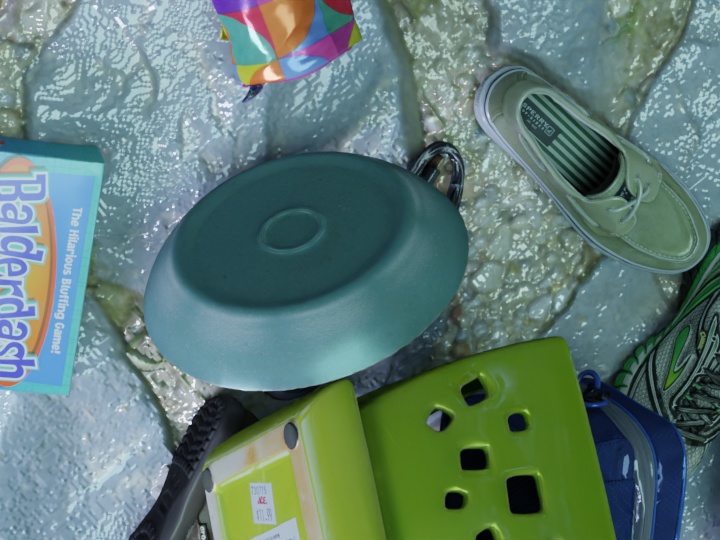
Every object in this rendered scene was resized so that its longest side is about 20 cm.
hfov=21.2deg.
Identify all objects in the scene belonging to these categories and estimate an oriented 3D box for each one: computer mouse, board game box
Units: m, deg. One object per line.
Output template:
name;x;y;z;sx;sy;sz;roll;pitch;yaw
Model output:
computer mouse;0.000;0.000;1.241;0.059;0.034;0.200;40;89;-5
board game box;-0.264;-0.010;1.156;0.199;0.045;0.153;6;105;-17

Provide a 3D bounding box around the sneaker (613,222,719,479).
sneaker;0.231;0.065;1.289;0.078;0.085;0.201;19;102;-19

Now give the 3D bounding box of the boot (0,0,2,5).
boot;-0.259;-0.228;1.070;0.155;0.077;0.201;10;107;-16

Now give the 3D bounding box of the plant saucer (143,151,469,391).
plant saucer;-0.037;-0.012;1.131;0.199;0.200;0.036;-23;130;-7

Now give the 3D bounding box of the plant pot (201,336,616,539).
plant pot;0.023;0.161;1.145;0.181;0.200;0.200;-4;76;-31

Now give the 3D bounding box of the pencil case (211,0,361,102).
pencil case;-0.070;-0.203;1.128;0.088;0.088;0.201;-22;111;-7

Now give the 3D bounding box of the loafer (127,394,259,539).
loafer;-0.107;0.181;1.241;0.071;0.073;0.201;26;99;-19

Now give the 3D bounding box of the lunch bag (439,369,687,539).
lunch bag;0.134;0.162;1.263;0.132;0.136;0.201;-4;111;-30

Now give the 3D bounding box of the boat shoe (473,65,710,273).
boat shoe;0.154;-0.057;1.242;0.200;0.062;0.072;35;96;-22
